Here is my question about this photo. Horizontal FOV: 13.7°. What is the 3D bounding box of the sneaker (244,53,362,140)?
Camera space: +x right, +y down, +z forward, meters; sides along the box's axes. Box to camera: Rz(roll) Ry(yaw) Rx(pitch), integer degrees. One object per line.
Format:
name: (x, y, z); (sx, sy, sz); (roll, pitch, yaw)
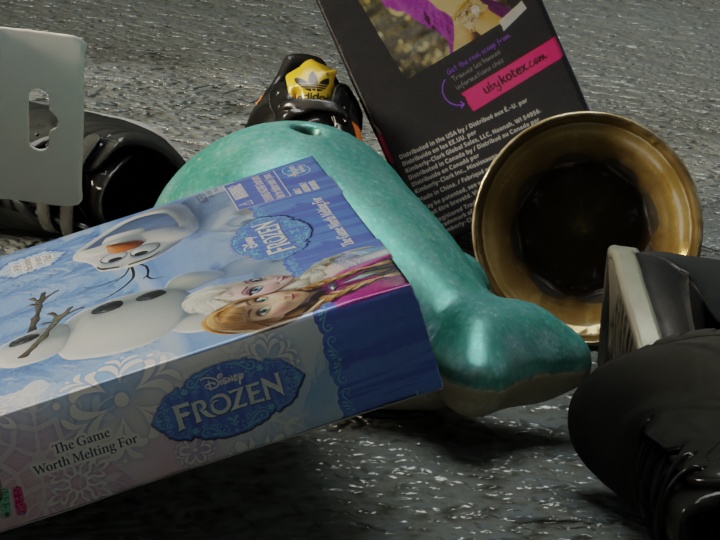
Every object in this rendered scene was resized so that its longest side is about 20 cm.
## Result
sneaker: (-0.030, -0.055, 1.463); (0.069, 0.091, 0.200); (4, 13, -6)

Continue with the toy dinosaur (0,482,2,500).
toy dinosaur: (-0.140, 0.085, 0.909); (0.199, 0.048, 0.088); (0, 39, -24)

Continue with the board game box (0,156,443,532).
board game box: (-0.088, 0.027, 1.056); (0.198, 0.044, 0.200); (-19, 17, -6)

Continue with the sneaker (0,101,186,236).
sneaker: (-0.168, -0.050, 1.427); (0.199, 0.071, 0.099); (4, 8, -22)

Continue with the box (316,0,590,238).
box: (0.039, -0.131, 1.522); (0.105, 0.201, 0.122); (-23, 11, 4)

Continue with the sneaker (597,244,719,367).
sneaker: (0.152, 0.027, 1.211); (0.105, 0.075, 0.200); (3, 12, 3)

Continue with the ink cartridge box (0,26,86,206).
ink cartridge box: (-0.219, -0.048, 1.281); (0.198, 0.118, 0.068); (4, 49, -3)

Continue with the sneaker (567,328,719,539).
sneaker: (0.128, 0.072, 1.031); (0.090, 0.077, 0.200); (-13, 18, -31)

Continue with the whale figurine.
whale figurine: (0.000, 0.000, 1.210); (0.199, 0.105, 0.158); (18, 18, 41)

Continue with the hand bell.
hand bell: (0.102, -0.021, 1.429); (0.103, 0.105, 0.200); (5, 1, 0)
